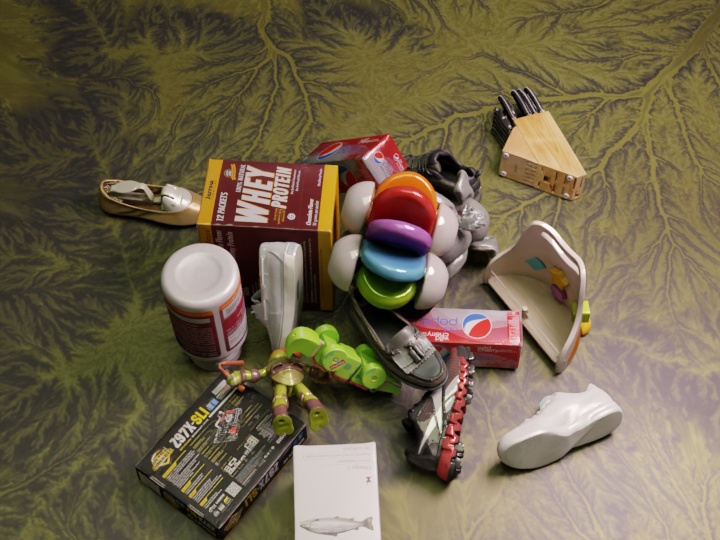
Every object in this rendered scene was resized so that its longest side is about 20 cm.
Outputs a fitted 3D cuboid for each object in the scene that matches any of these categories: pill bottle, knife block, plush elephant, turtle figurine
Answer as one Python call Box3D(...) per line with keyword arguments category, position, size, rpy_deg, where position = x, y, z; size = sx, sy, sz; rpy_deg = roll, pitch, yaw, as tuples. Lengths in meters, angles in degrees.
Box3D(category="pill bottle", position=(-0.225, 0.061, 1.590), size=(0.112, 0.201, 0.114), rpy_deg=(0, 54, 0))
Box3D(category="knife block", position=(0.316, -0.231, 1.881), size=(0.198, 0.064, 0.176), rpy_deg=(21, 58, 14))
Box3D(category="plush elephant", position=(0.139, -0.067, 1.722), size=(0.199, 0.154, 0.166), rpy_deg=(-16, 90, 32))
Box3D(category="turtle figurine", position=(-0.096, 0.162, 1.563), size=(0.198, 0.065, 0.162), rpy_deg=(3, 33, -24))

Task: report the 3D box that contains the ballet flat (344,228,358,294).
Box3D(category="ballet flat", position=(0.000, 0.000, 1.715), size=(0.070, 0.071, 0.201), rpy_deg=(-17, 60, -12))

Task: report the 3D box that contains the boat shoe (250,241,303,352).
Box3D(category="boat shoe", position=(-0.126, 0.043, 1.612), size=(0.071, 0.202, 0.070), rpy_deg=(10, 32, 9))

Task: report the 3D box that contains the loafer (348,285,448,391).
Box3D(category="loafer", position=(0.047, 0.097, 1.565), size=(0.072, 0.063, 0.200), rpy_deg=(-38, 55, -17))

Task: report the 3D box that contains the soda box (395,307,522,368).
Box3D(category="soda box", position=(0.144, 0.102, 1.643), size=(0.198, 0.070, 0.064), rpy_deg=(3, 54, 3))

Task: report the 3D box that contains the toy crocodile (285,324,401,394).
Box3D(category="toy crocodile", position=(-0.021, 0.135, 1.577), size=(0.199, 0.062, 0.068), rpy_deg=(28, 19, -32))

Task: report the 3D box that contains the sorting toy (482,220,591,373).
Box3D(category="sorting toy", position=(0.290, 0.017, 1.637), size=(0.106, 0.181, 0.200), rpy_deg=(-27, 60, -18))

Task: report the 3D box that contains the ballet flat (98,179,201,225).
Box3D(category="ballet flat", position=(-0.342, -0.116, 1.798), size=(0.198, 0.063, 0.069), rpy_deg=(4, 55, 2))

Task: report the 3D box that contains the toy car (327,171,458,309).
Box3D(category="toy car", position=(0.054, -0.049, 1.550), size=(0.173, 0.150, 0.202), rpy_deg=(15, 67, -4))

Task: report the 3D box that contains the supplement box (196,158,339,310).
Box3D(category="supplement box", position=(-0.136, -0.054, 1.671), size=(0.198, 0.198, 0.134), rpy_deg=(3, 52, 2))

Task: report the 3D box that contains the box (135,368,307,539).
Box3D(category="box", position=(-0.196, 0.259, 1.545), size=(0.159, 0.050, 0.200), rpy_deg=(29, 60, 21))

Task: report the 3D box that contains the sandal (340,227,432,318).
Box3D(category="sandal", position=(0.040, -0.010, 1.647), size=(0.075, 0.048, 0.200), rpy_deg=(-44, 59, -5))

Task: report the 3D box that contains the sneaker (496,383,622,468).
Box3D(category="sneaker", position=(0.276, 0.220, 1.571), size=(0.198, 0.076, 0.089), rpy_deg=(-16, 44, -18))

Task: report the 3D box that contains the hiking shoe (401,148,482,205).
Box3D(category="hiking shoe", position=(0.113, -0.175, 1.818), size=(0.198, 0.101, 0.076), rpy_deg=(17, 56, 11))

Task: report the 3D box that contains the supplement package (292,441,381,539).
Box3D(category="supplement package", position=(-0.031, 0.346, 1.443), size=(0.116, 0.118, 0.202), rpy_deg=(-2, 55, -3))

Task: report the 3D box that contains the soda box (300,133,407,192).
Box3D(category="soda box", position=(-0.016, -0.171, 1.763), size=(0.070, 0.064, 0.199), rpy_deg=(-43, 25, -25))

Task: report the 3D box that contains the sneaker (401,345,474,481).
Box3D(category="sneaker", position=(0.112, 0.199, 1.563), size=(0.097, 0.071, 0.202), rpy_deg=(9, 67, 10))
